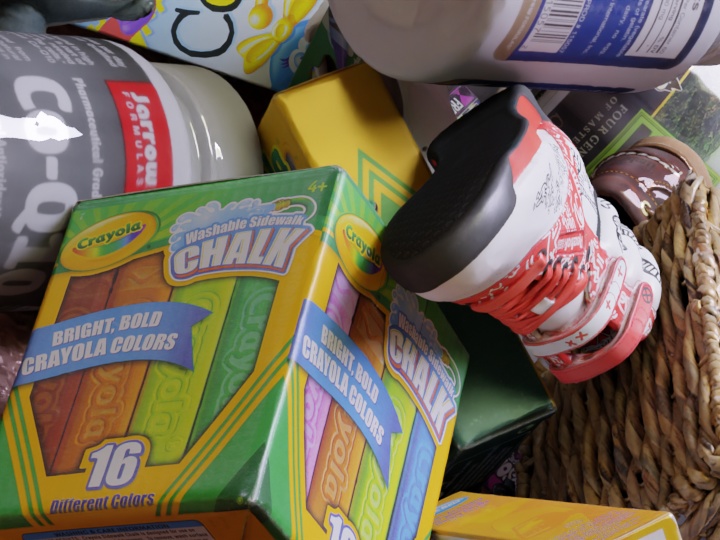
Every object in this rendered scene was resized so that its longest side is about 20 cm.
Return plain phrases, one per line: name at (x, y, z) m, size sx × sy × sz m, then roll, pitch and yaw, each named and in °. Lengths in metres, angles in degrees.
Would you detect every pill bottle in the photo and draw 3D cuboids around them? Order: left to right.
pill bottle at (-0.141, -0.040, 1.160) m, size 0.200 × 0.114 × 0.114 m, roll -1°, pitch 54°, yaw -46°
pill bottle at (0.088, -0.132, 1.223) m, size 0.200 × 0.111 × 0.111 m, roll -1°, pitch 54°, yaw -46°

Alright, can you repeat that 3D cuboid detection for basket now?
basket at (0.158, 0.088, 1.183) m, size 0.149 × 0.143 × 0.200 m, roll 28°, pitch 32°, yaw -19°

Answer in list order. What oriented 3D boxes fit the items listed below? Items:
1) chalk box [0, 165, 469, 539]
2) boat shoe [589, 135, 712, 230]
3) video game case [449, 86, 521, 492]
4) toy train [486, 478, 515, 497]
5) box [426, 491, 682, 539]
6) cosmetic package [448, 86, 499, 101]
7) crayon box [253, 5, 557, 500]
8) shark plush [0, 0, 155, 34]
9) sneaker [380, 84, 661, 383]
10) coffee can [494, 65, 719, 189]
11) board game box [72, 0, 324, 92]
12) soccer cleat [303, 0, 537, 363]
chalk box at (-0.044, 0.044, 1.091) m, size 0.124 × 0.125 × 0.200 m, roll 55°, pitch 36°, yaw -42°
boat shoe at (0.138, 0.042, 1.311) m, size 0.070 × 0.070 × 0.200 m, roll -39°, pitch 116°, yaw -56°
video game case at (0.067, 0.015, 1.387) m, size 0.181 × 0.036 × 0.200 m, roll 46°, pitch 34°, yaw 0°
toy train at (0.057, 0.161, 1.222) m, size 0.046 × 0.034 × 0.200 m, roll 36°, pitch 35°, yaw -17°
box at (0.073, 0.146, 1.071) m, size 0.041 × 0.200 × 0.119 m, roll -23°, pitch 96°, yaw -23°
cosmetic package at (0.134, -0.092, 1.527) m, size 0.200 × 0.085 × 0.108 m, roll 39°, pitch 35°, yaw -9°
crayon box at (0.000, 0.000, 1.227) m, size 0.052 × 0.126 × 0.200 m, roll -22°, pitch 76°, yaw -21°
shark plush at (-0.109, -0.136, 1.194) m, size 0.200 × 0.083 × 0.091 m, roll -1°, pitch 60°, yaw 10°
sneaker at (0.070, -0.002, 1.108) m, size 0.108 × 0.067 × 0.201 m, roll 53°, pitch 14°, yaw -8°
coffee can at (0.170, -0.045, 1.397) m, size 0.200 × 0.146 × 0.146 m, roll 40°, pitch 34°, yaw -7°
board game box at (-0.054, -0.147, 1.344) m, size 0.200 × 0.103 × 0.105 m, roll 16°, pitch 11°, yaw -35°
soccer cleat at (0.032, -0.035, 1.287) m, size 0.200 × 0.069 × 0.078 m, roll 61°, pitch 28°, yaw -1°
